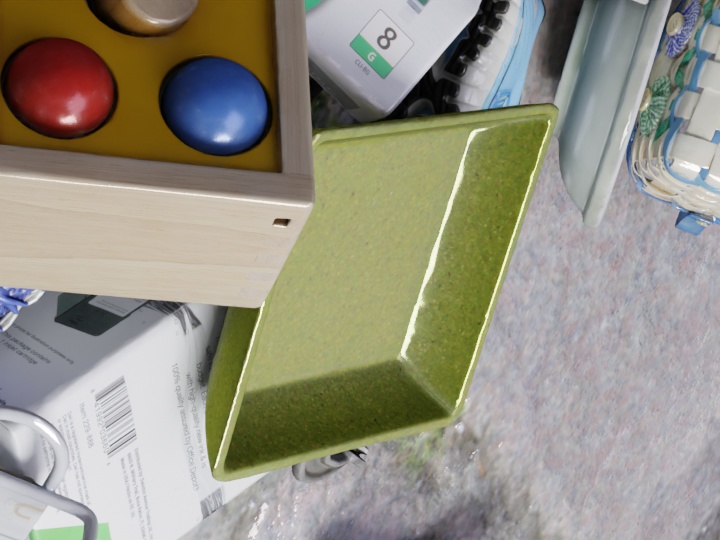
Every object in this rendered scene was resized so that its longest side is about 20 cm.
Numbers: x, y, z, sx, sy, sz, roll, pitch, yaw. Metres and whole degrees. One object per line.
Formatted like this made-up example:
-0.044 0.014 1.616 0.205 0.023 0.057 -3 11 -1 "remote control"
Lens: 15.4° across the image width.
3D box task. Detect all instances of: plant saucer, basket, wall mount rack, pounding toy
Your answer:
0.149 -0.127 1.607 0.200 0.050 0.201 16 90 -86 "plant saucer"
0.249 -0.109 1.708 0.200 0.139 0.177 28 83 -83 "basket"
-0.231 0.141 1.311 0.173 0.075 0.200 22 130 -16 "wall mount rack"
-0.120 -0.110 1.208 0.183 0.201 0.142 5 151 -16 "pounding toy"
0.000 0.000 1.406 0.199 0.048 0.201 -10 124 -48 "plant saucer"

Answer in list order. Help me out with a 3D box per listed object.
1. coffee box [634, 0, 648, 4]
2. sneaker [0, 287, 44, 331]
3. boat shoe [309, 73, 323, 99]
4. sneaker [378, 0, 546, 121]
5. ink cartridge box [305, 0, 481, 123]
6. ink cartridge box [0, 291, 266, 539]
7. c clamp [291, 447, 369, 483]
0.137 -0.266 1.494 0.080 0.113 0.201 9 106 -51 "coffee box"
-0.157 -0.023 1.300 0.200 0.115 0.081 -56 142 -8 "sneaker"
-0.019 -0.148 1.433 0.202 0.065 0.074 -46 178 -14 "boat shoe"
0.059 -0.084 1.548 0.090 0.078 0.201 17 99 -56 "sneaker"
0.012 -0.202 1.375 0.161 0.050 0.200 44 78 -15 "ink cartridge box"
-0.124 0.070 1.422 0.200 0.084 0.146 -35 136 -32 "ink cartridge box"
0.029 0.051 1.592 0.200 0.027 0.171 -52 168 -7 "c clamp"
